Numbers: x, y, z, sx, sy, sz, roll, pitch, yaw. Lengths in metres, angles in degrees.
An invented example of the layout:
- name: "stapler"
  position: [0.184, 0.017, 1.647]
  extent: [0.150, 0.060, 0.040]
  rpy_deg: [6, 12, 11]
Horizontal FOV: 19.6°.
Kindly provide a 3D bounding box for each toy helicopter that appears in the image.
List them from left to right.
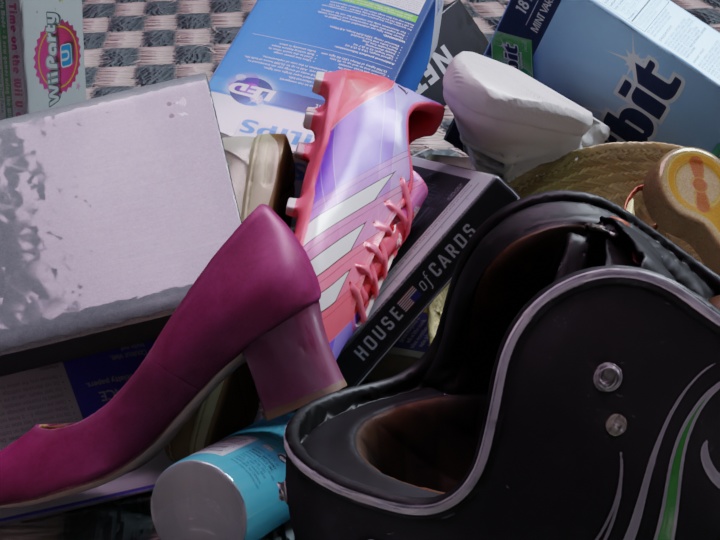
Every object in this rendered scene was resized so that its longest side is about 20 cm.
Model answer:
- name: "toy helicopter"
  position: [0.203, 0.027, 1.038]
  extent: [0.132, 0.200, 0.079]
  rpy_deg: [-31, -13, -25]

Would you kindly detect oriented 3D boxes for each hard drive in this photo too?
- name: "hard drive"
  position: [-0.161, -0.017, 1.056]
  extent: [0.199, 0.033, 0.140]
  rpy_deg: [-14, 58, -3]

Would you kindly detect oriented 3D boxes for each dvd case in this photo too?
- name: "dvd case"
  position: [0.000, 0.000, 1.158]
  extent: [0.150, 0.025, 0.200]
  rpy_deg: [-49, 18, -6]

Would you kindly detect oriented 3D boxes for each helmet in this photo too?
- name: "helmet"
  position: [0.077, 0.082, 0.793]
  extent: [0.200, 0.191, 0.200]
  rpy_deg: [33, 10, -6]

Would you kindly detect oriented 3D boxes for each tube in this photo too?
- name: "tube"
  position: [-0.034, 0.092, 1.039]
  extent: [0.077, 0.051, 0.200]
  rpy_deg: [16, 17, 21]

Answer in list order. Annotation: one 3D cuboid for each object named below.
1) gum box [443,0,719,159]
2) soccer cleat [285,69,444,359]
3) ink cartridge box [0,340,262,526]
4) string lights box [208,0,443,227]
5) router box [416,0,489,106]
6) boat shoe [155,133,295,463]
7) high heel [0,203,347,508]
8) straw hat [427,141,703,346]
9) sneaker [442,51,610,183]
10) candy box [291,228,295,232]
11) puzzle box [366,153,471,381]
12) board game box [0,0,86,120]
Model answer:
- name: "gum box"
  position: [0.167, -0.090, 1.292]
  extent: [0.200, 0.170, 0.045]
  rpy_deg: [36, 51, 8]
- name: "soccer cleat"
  position: [-0.003, -0.021, 1.075]
  extent: [0.076, 0.067, 0.200]
  rpy_deg: [11, 54, -3]
- name: "ink cartridge box"
  position: [-0.167, 0.046, 1.099]
  extent: [0.198, 0.043, 0.200]
  rpy_deg: [-10, 58, -28]
- name: "string lights box"
  position: [-0.025, -0.112, 1.232]
  extent: [0.102, 0.059, 0.200]
  rpy_deg: [15, 43, 9]
- name: "router box"
  position: [-0.023, -0.087, 1.360]
  extent: [0.157, 0.052, 0.200]
  rpy_deg: [-25, 12, 49]
- name: "boat shoe"
  position: [-0.081, 0.016, 1.091]
  extent: [0.066, 0.074, 0.201]
  rpy_deg: [5, 56, 9]
- name: "high heel"
  position: [-0.111, 0.046, 0.998]
  extent: [0.199, 0.096, 0.067]
  rpy_deg: [-21, 0, 1]
- name: "straw hat"
  position: [0.138, 0.035, 1.132]
  extent: [0.200, 0.202, 0.085]
  rpy_deg: [1, -26, 8]
- name: "sneaker"
  position: [0.086, -0.065, 1.181]
  extent: [0.075, 0.089, 0.200]
  rpy_deg: [34, 7, 21]
- name: "candy box"
  position: [0.052, -0.021, 1.409]
  extent: [0.200, 0.056, 0.115]
  rpy_deg: [13, 24, 41]
- name: "puzzle box"
  position: [0.055, -0.002, 1.268]
  extent: [0.133, 0.025, 0.200]
  rpy_deg: [9, 41, 31]
- name: "board game box"
  position: [-0.272, -0.142, 1.324]
  extent: [0.199, 0.148, 0.064]
  rpy_deg: [9, 18, 30]
